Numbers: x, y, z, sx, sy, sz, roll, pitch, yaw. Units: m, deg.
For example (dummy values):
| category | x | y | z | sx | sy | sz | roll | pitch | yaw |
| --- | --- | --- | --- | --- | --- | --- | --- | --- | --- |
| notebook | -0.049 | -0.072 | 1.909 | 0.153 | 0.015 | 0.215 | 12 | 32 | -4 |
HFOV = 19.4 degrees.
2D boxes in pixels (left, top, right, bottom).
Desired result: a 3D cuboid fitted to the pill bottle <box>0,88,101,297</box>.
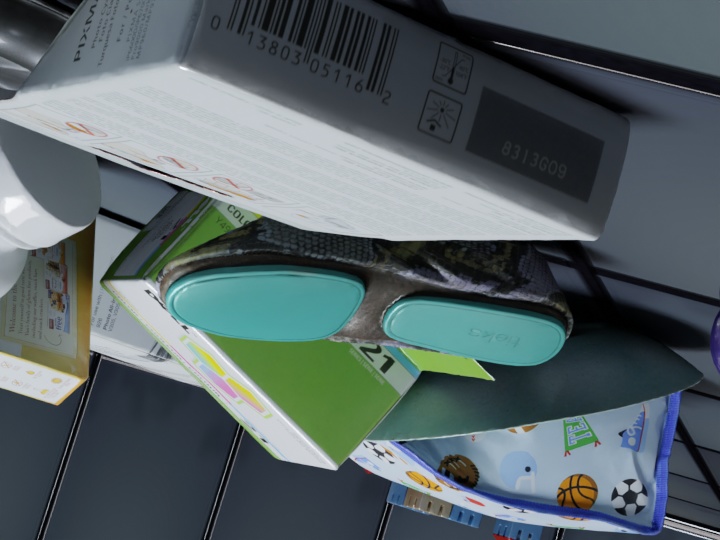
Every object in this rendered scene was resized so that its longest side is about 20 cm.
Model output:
| category | x | y | z | sx | sy | sz | roll | pitch | yaw |
| --- | --- | --- | --- | --- | --- | --- | --- | --- | --- |
| pill bottle | -0.219 | -0.018 | 0.930 | 0.200 | 0.109 | 0.109 | -23 | 157 | 19 |

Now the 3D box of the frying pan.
| category | x | y | z | sx | sy | sz | roll | pitch | yaw |
| --- | --- | --- | --- | --- | --- | --- | --- | --- | --- |
| frying pan | -0.188 | -0.103 | 0.835 | 0.190 | 0.031 | 0.115 | 11 | 171 | 23 |

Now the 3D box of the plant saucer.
| category | x | y | z | sx | sy | sz | roll | pitch | yaw |
| --- | --- | --- | --- | --- | --- | --- | --- | --- | --- |
| plant saucer | 0.087 | 0.057 | 1.164 | 0.201 | 0.039 | 0.201 | -10 | -179 | 0 |

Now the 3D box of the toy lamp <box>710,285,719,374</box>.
| category | x | y | z | sx | sy | sz | roll | pitch | yaw |
| --- | --- | --- | --- | --- | --- | --- | --- | --- | --- |
| toy lamp | 0.160 | 0.017 | 0.795 | 0.058 | 0.058 | 0.200 | 16 | 172 | 8 |

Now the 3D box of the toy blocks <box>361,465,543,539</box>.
| category | x | y | z | sx | sy | sz | roll | pitch | yaw |
| --- | --- | --- | --- | --- | --- | --- | --- | --- | --- |
| toy blocks | 0.067 | 0.117 | 1.483 | 0.200 | 0.137 | 0.100 | 21 | 172 | -24 |

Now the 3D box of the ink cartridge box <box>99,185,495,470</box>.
| category | x | y | z | sx | sy | sz | roll | pitch | yaw |
| --- | --- | --- | --- | --- | --- | --- | --- | --- | --- |
| ink cartridge box | -0.039 | 0.028 | 1.077 | 0.148 | 0.076 | 0.200 | 46 | 166 | -13 |

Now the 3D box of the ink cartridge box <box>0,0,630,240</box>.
| category | x | y | z | sx | sy | sz | roll | pitch | yaw |
| --- | --- | --- | --- | --- | --- | --- | --- | --- | --- |
| ink cartridge box | -0.030 | -0.055 | 0.721 | 0.160 | 0.047 | 0.200 | 20 | 172 | -29 |

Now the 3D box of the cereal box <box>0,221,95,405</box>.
| category | x | y | z | sx | sy | sz | roll | pitch | yaw |
| --- | --- | --- | --- | --- | --- | --- | --- | --- | --- |
| cereal box | -0.234 | -0.024 | 1.103 | 0.200 | 0.144 | 0.040 | 21 | 140 | -29 |

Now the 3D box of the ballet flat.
| category | x | y | z | sx | sy | sz | roll | pitch | yaw |
| --- | --- | --- | --- | --- | --- | --- | --- | --- | --- |
| ballet flat | 0.000 | 0.000 | 0.956 | 0.200 | 0.072 | 0.072 | 8 | 177 | -23 |

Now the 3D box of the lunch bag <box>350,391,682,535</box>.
| category | x | y | z | sx | sy | sz | roll | pitch | yaw |
| --- | --- | --- | --- | --- | --- | --- | --- | --- | --- |
| lunch bag | 0.082 | 0.096 | 1.349 | 0.200 | 0.124 | 0.170 | 9 | 174 | -11 |

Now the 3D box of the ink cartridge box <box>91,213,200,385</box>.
| category | x | y | z | sx | sy | sz | roll | pitch | yaw |
| --- | --- | --- | --- | --- | --- | --- | --- | --- | --- |
| ink cartridge box | -0.156 | 0.021 | 1.489 | 0.200 | 0.084 | 0.146 | 22 | 171 | -37 |
